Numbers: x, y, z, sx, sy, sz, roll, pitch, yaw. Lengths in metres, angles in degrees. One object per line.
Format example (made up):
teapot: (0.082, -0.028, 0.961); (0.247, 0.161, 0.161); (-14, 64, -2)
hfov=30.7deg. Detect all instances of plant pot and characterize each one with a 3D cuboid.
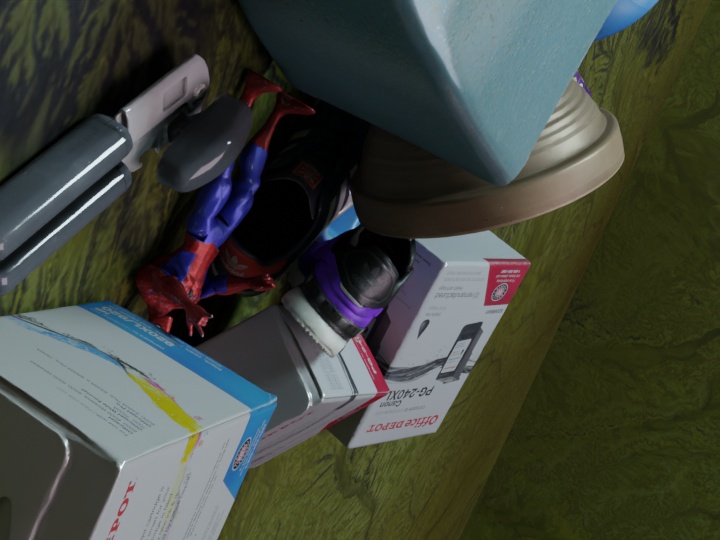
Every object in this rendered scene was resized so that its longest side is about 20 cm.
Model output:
plant pot: (0.031, -0.204, 0.795); (0.197, 0.195, 0.200); (-60, 152, -3)
plant pot: (0.082, -0.105, 0.930); (0.201, 0.199, 0.094); (-42, 124, -49)

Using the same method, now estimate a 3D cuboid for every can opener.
can opener: (-0.135, -0.053, 0.733); (0.200, 0.066, 0.054); (-48, 160, -39)

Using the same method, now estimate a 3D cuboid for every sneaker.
sneaker: (-0.037, -0.070, 0.980); (0.201, 0.075, 0.085); (-56, 178, -17)
sneaker: (0.000, 0.000, 0.981); (0.099, 0.070, 0.200); (-43, -172, 6)

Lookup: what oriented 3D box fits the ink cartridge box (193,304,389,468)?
ink cartridge box: (-0.077, 0.096, 1.031); (0.144, 0.084, 0.200); (-29, 169, 12)

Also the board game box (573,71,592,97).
board game box: (0.095, -0.181, 0.990); (0.033, 0.119, 0.200); (-65, 150, -8)

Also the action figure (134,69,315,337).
action figure: (-0.084, -0.025, 0.886); (0.065, 0.099, 0.201); (27, 94, -53)

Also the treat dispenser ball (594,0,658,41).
treat dispenser ball: (0.157, -0.276, 1.014); (0.201, 0.200, 0.201); (-53, 163, -25)

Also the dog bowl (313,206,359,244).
dog bowl: (-0.013, -0.068, 1.122); (0.112, 0.049, 0.200); (-61, 164, 0)

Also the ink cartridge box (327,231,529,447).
ink cartridge box: (0.047, 0.056, 1.200); (0.145, 0.083, 0.201); (-1, 124, -52)

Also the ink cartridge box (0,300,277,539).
ink cartridge box: (-0.172, 0.119, 0.770); (0.148, 0.144, 0.200); (-64, 164, 11)
